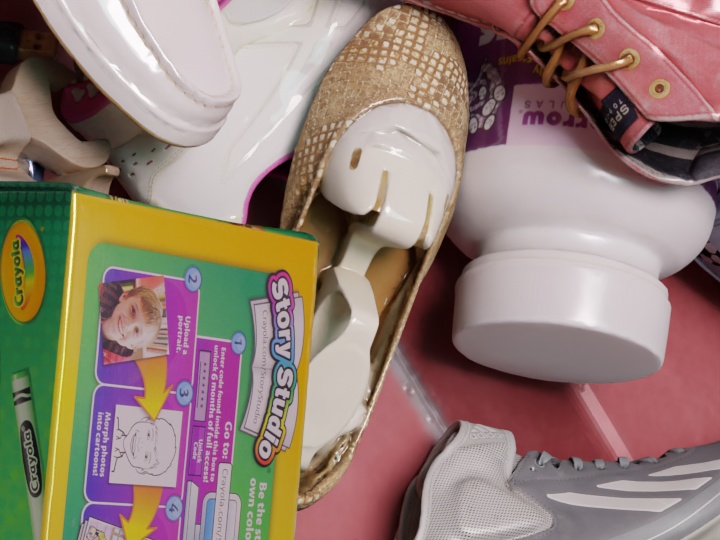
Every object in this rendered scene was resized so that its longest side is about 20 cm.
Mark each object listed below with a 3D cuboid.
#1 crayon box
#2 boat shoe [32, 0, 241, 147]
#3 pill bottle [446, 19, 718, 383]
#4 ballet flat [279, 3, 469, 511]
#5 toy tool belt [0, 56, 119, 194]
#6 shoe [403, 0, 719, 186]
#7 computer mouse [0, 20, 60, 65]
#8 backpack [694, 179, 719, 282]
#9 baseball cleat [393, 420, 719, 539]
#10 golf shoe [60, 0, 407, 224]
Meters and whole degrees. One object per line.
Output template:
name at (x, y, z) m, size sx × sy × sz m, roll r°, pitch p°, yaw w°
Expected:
crayon box at (-0.078, 0.078, 0.730) m, size 0.119 × 0.058 × 0.200 m, roll 11°, pitch 82°, yaw -52°
boat shoe at (-0.085, -0.141, 0.779) m, size 0.200 × 0.069 × 0.071 m, roll 63°, pitch 26°, yaw 2°
pill bottle at (0.088, -0.061, 0.905) m, size 0.112 × 0.112 × 0.200 m, roll 15°, pitch 70°, yaw -23°
ballet flat at (0.000, 0.000, 0.834) m, size 0.070 × 0.065 × 0.200 m, roll 17°, pitch 92°, yaw -21°
toy tool belt at (-0.144, -0.023, 0.791) m, size 0.123 × 0.125 × 0.200 m, roll 20°, pitch 69°, yaw -55°
shoe at (0.084, -0.088, 0.817) m, size 0.200 × 0.071 × 0.091 m, roll 7°, pitch 66°, yaw -4°
computer mouse at (-0.098, -0.144, 0.842) m, size 0.200 × 0.046 × 0.141 m, roll 4°, pitch 76°, yaw -9°
backpack at (0.241, -0.040, 0.941) m, size 0.190 × 0.200 × 0.154 m, roll 28°, pitch 71°, yaw -26°
baseball cleat at (0.089, 0.088, 0.894) m, size 0.200 × 0.070 × 0.106 m, roll -28°, pitch 74°, yaw -40°
golf shoe at (-0.022, -0.087, 0.887) m, size 0.200 × 0.075 × 0.092 m, roll -39°, pitch 108°, yaw -23°
